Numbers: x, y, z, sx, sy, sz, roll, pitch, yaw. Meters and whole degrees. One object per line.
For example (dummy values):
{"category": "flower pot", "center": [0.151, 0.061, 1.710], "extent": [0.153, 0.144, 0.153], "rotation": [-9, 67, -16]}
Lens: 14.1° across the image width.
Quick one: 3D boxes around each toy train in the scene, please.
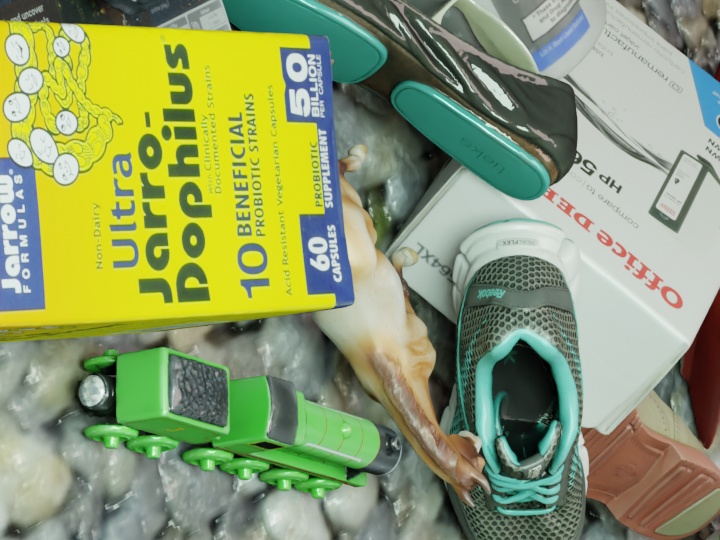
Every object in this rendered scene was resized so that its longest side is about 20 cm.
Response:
{"category": "toy train", "center": [-0.047, 0.065, 1.257], "extent": [0.200, 0.056, 0.042], "rotation": [20, 64, -56]}

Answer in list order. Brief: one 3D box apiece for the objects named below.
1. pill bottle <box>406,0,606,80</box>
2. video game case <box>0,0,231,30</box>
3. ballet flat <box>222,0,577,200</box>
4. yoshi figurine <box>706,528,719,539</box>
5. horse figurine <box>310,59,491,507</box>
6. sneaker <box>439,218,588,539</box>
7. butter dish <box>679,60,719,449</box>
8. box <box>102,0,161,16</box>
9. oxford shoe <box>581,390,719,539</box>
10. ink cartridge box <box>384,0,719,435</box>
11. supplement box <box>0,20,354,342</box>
{"category": "pill bottle", "center": [0.032, -0.183, 1.413], "extent": [0.201, 0.113, 0.114], "rotation": [61, 35, -30]}
{"category": "video game case", "center": [-0.117, -0.100, 1.225], "extent": [0.200, 0.023, 0.183], "rotation": [-35, 112, -57]}
{"category": "ballet flat", "center": [0.018, -0.107, 1.359], "extent": [0.199, 0.068, 0.069], "rotation": [33, 62, -18]}
{"category": "yoshi figurine", "center": [0.223, 0.193, 1.616], "extent": [0.112, 0.112, 0.200], "rotation": [38, 0, 6]}
{"category": "horse figurine", "center": [0.000, 0.000, 1.334], "extent": [0.133, 0.050, 0.201], "rotation": [-87, 154, -61]}
{"category": "sneaker", "center": [0.073, 0.080, 1.391], "extent": [0.091, 0.077, 0.201], "rotation": [-90, 174, -58]}
{"category": "butter dish", "center": [0.262, -0.016, 1.677], "extent": [0.200, 0.147, 0.201], "rotation": [87, 7, -64]}
{"category": "box", "center": [-0.118, -0.233, 1.136], "extent": [0.198, 0.123, 0.201], "rotation": [18, 59, -51]}
{"category": "oxford shoe", "center": [0.116, 0.076, 1.546], "extent": [0.200, 0.071, 0.074], "rotation": [39, 18, -42]}
{"category": "ink cartridge box", "center": [0.119, -0.035, 1.489], "extent": [0.146, 0.084, 0.200], "rotation": [38, 39, -4]}
{"category": "supplement box", "center": [-0.108, -0.031, 1.097], "extent": [0.199, 0.109, 0.110], "rotation": [-3, 86, -50]}
